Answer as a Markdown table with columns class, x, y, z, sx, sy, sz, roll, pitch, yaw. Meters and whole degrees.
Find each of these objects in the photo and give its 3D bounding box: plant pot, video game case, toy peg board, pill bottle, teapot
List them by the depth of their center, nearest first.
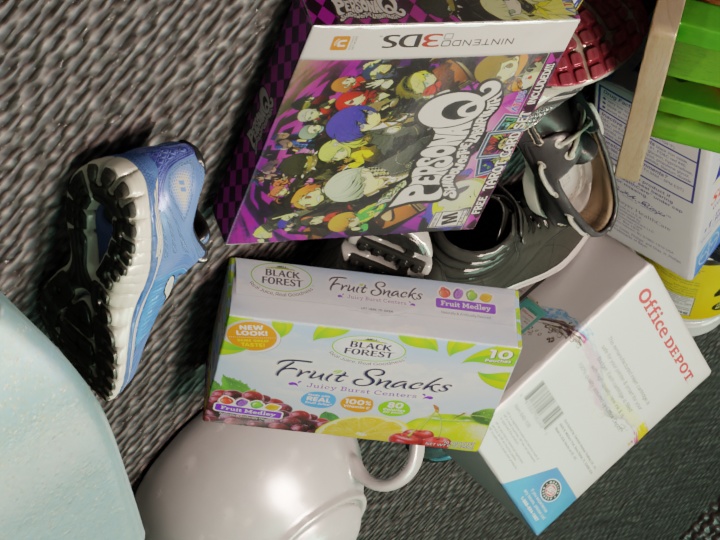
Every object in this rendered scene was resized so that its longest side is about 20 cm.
| class | x | y | z | sx | sy | sz | roll | pitch | yaw |
| --- | --- | --- | --- | --- | --- | --- | --- | --- | --- |
| plant pot | -0.240 | 0.072 | 1.226 | 0.195 | 0.196 | 0.201 | -35 | 151 | -25 |
| video game case | 0.019 | -0.095 | 1.535 | 0.180 | 0.036 | 0.200 | -3 | 143 | -25 |
| toy peg board | 0.251 | -0.181 | 1.697 | 0.200 | 0.097 | 0.200 | 94 | 12 | -64 |
| teapot | -0.063 | 0.180 | 1.881 | 0.197 | 0.146 | 0.200 | -33 | 158 | -30 |
| pill bottle | 0.305 | -0.023 | 2.269 | 0.114 | 0.114 | 0.200 | -38 | 161 | -16 |

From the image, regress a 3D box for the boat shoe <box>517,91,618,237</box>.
| class | x | y | z | sx | sy | sz | roll | pitch | yaw |
| --- | --- | --- | --- | --- | --- | --- | --- | --- | --- |
| boat shoe | 0.145 | -0.093 | 1.808 | 0.074 | 0.060 | 0.200 | -46 | 147 | -20 |

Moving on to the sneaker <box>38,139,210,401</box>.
| class | x | y | z | sx | sy | sz | roll | pitch | yaw |
| --- | --- | --- | --- | --- | --- | --- | --- | --- | --- |
| sneaker | -0.128 | 0.000 | 1.468 | 0.089 | 0.079 | 0.200 | -27 | 155 | -35 |

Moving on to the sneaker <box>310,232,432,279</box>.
| class | x | y | z | sx | sy | sz | roll | pitch | yaw |
| --- | --- | --- | --- | --- | --- | --- | --- | --- | --- |
| sneaker | 0.000 | 0.000 | 1.753 | 0.200 | 0.075 | 0.081 | -49 | -159 | 49 |

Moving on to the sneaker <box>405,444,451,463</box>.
| class | x | y | z | sx | sy | sz | roll | pitch | yaw |
| --- | --- | --- | --- | --- | --- | --- | --- | --- | --- |
| sneaker | 0.099 | 0.074 | 2.141 | 0.200 | 0.079 | 0.096 | -48 | 144 | -1 |

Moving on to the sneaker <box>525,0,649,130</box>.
| class | x | y | z | sx | sy | sz | roll | pitch | yaw |
| --- | --- | --- | --- | --- | --- | --- | --- | --- | --- |
| sneaker | 0.104 | -0.136 | 1.681 | 0.199 | 0.081 | 0.075 | -33 | 176 | -13 |

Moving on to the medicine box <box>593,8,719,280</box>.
| class | x | y | z | sx | sy | sz | roll | pitch | yaw |
| --- | --- | --- | --- | --- | --- | --- | --- | --- | --- |
| medicine box | 0.263 | -0.127 | 1.897 | 0.182 | 0.103 | 0.200 | -51 | 160 | -24 |

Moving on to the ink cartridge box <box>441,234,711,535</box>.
| class | x | y | z | sx | sy | sz | roll | pitch | yaw |
| --- | --- | --- | --- | --- | --- | --- | --- | --- | --- |
| ink cartridge box | 0.149 | 0.073 | 2.020 | 0.200 | 0.146 | 0.147 | -41 | 131 | -8 |

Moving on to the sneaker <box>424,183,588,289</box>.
| class | x | y | z | sx | sy | sz | roll | pitch | yaw |
| --- | --- | --- | --- | --- | --- | --- | --- | --- | --- |
| sneaker | 0.122 | -0.037 | 1.921 | 0.199 | 0.071 | 0.099 | -32 | 160 | -28 |

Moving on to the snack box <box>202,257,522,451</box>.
| class | x | y | z | sx | sy | sz | roll | pitch | yaw |
| --- | --- | --- | --- | --- | --- | --- | --- | --- | --- |
| snack box | -0.001 | 0.059 | 1.714 | 0.199 | 0.053 | 0.143 | 6 | 144 | -8 |

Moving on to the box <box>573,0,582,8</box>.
| class | x | y | z | sx | sy | sz | roll | pitch | yaw |
| --- | --- | --- | --- | --- | --- | --- | --- | --- | --- |
| box | 0.127 | -0.224 | 1.544 | 0.070 | 0.064 | 0.200 | -19 | 150 | -51 |

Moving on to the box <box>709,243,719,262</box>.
| class | x | y | z | sx | sy | sz | roll | pitch | yaw |
| --- | --- | --- | --- | --- | --- | --- | --- | --- | --- |
| box | 0.313 | -0.085 | 2.067 | 0.158 | 0.051 | 0.200 | -42 | -156 | -7 |
